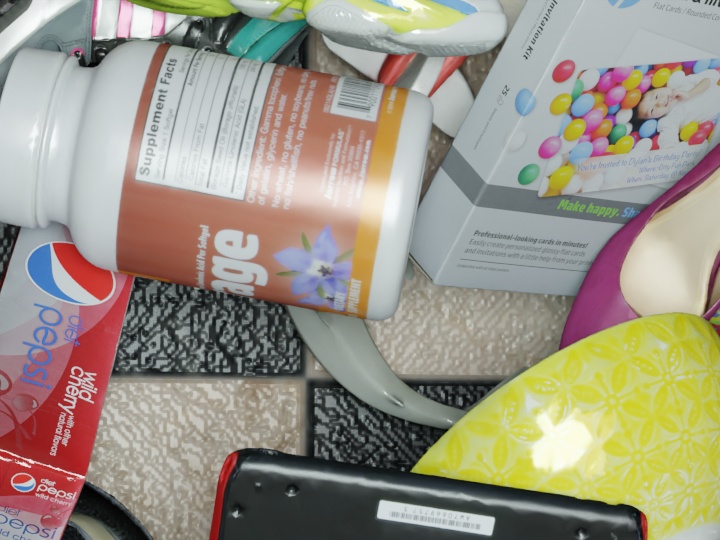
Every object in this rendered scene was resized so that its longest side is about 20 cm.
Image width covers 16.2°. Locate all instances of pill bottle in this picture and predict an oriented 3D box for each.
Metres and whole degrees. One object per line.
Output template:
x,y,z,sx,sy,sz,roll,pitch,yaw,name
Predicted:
-0.071,-0.047,1.204,0.199,0.112,0.113,10,84,2,pill bottle

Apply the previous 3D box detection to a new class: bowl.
0.121,0.125,1.235,0.200,0.200,0.108,-29,64,-11,bowl

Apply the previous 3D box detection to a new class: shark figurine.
-0.002,0.023,1.288,0.128,0.090,0.215,-32,94,-3,shark figurine

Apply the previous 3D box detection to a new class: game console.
0.022,0.176,1.173,0.199,0.031,0.178,8,105,-4,game console

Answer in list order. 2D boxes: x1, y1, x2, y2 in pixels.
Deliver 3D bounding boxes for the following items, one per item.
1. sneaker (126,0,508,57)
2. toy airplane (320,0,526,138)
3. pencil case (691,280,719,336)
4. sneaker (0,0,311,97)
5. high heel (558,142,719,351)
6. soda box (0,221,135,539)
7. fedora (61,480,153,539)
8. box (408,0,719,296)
-0.021,-0.166,1.219,0.199,0.076,0.106,10,88,-1,sneaker
0.072,-0.160,1.286,0.199,0.141,0.200,-12,96,-16,toy airplane
0.257,0.020,1.338,0.199,0.087,0.078,19,61,-9,pencil case
-0.103,-0.102,1.285,0.200,0.084,0.121,-35,83,-12,sneaker
0.168,-0.018,1.240,0.067,0.096,0.200,38,85,2,high heel
-0.152,0.045,1.210,0.063,0.200,0.070,18,128,-9,soda box
-0.179,0.193,1.199,0.200,0.091,0.202,-5,80,31,fedora
0.126,-0.078,1.259,0.155,0.041,0.201,5,122,-41,box
